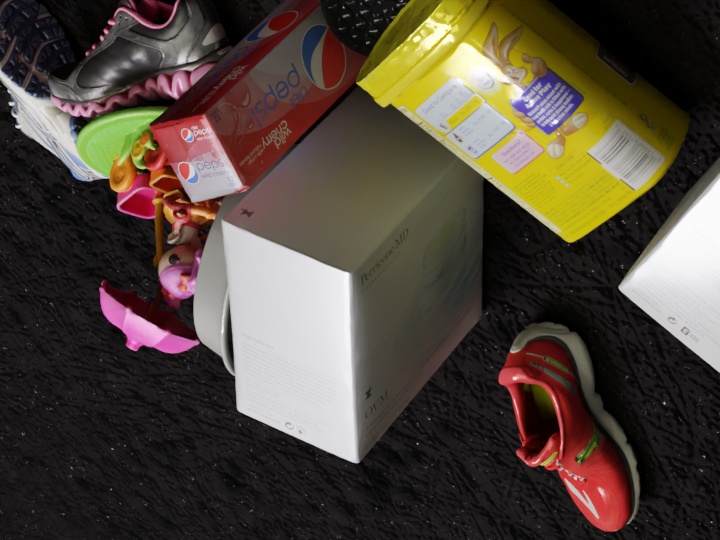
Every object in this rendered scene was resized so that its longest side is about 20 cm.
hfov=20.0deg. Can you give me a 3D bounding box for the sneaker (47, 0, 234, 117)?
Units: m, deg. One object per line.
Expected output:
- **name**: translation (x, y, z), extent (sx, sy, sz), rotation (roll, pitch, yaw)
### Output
- **sneaker**: translation (-0.186, -0.186, 1.689), extent (0.199, 0.079, 0.096), rotation (-7, 114, 35)

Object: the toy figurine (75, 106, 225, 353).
- **toy figurine**: translation (-0.147, -0.027, 1.665), extent (0.149, 0.186, 0.199), rotation (17, 152, -37)

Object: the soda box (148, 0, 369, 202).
- **soda box**: translation (-0.067, -0.137, 1.523), extent (0.063, 0.200, 0.070), rotation (-7, 121, 42)

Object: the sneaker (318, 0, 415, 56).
- **sneaker**: translation (-0.010, -0.241, 1.496), extent (0.071, 0.083, 0.200), rotation (-16, 140, 22)

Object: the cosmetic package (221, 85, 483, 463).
- **cosmetic package**: translation (0.000, 0.000, 1.590), extent (0.122, 0.199, 0.201), rotation (20, 136, 25)

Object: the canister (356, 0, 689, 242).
- **canister**: translation (0.116, -0.122, 1.449), extent (0.199, 0.087, 0.148), rotation (37, 143, -11)

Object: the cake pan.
- **cake pan**: translation (-0.077, -0.015, 1.639), extent (0.036, 0.201, 0.201), rotation (20, 136, 17)

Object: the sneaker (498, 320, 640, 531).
- **sneaker**: translation (0.162, 0.140, 1.670), extent (0.077, 0.085, 0.201), rotation (-5, 121, 43)

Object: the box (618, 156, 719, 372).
- **box**: translation (0.280, -0.044, 1.375), extent (0.097, 0.124, 0.200), rotation (39, 141, 4)

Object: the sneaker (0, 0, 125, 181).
- **sneaker**: translation (-0.282, -0.154, 1.792), extent (0.201, 0.077, 0.085), rotation (53, 144, -11)
